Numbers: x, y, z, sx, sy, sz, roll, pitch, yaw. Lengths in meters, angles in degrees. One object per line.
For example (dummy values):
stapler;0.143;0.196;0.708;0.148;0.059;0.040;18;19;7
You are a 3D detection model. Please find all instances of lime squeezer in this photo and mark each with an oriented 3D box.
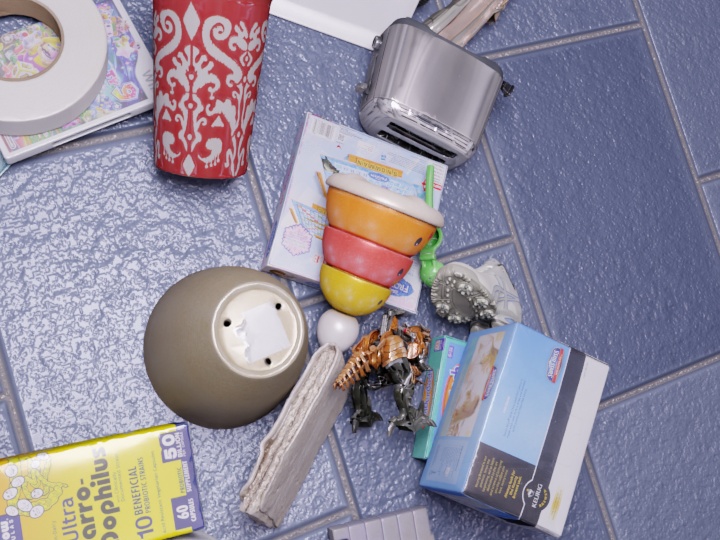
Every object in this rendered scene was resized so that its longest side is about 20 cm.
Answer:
lime squeezer;0.096;-0.026;1.038;0.070;0.037;0.203;-24;107;-45

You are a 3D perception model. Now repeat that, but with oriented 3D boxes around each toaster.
toaster;0.092;-0.217;1.075;0.198;0.113;0.131;24;77;-16

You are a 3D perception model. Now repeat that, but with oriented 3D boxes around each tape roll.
tape roll;-0.381;-0.247;0.929;0.200;0.037;0.205;5;70;-14

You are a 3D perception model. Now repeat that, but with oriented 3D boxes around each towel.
towel;-0.070;0.187;0.939;0.034;0.133;0.201;24;69;15

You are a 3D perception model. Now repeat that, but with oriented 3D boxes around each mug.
mug;-0.160;-0.217;0.956;0.177;0.132;0.203;-20;122;-57

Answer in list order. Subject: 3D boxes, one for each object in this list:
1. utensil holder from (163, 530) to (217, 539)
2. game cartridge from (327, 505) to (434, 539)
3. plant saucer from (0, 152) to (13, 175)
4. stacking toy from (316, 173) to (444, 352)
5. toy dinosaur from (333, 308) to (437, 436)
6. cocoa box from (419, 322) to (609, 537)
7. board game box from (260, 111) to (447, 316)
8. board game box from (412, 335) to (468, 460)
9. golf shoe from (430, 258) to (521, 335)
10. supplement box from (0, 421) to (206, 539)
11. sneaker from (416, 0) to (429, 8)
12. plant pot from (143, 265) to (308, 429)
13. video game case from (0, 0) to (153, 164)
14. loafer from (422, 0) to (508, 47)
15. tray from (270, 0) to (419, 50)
utensil holder;-0.178;0.351;0.830;0.168;0.200;0.172;3;79;-18
game cartridge;0.038;0.390;0.989;0.128;0.038;0.203;-6;82;-24
plant saucer;-0.461;-0.070;0.903;0.070;0.019;0.201;39;71;-10
stacking toy;0.000;0.000;0.971;0.145;0.146;0.202;19;94;-15
toy dinosaur;0.024;0.116;0.983;0.198;0.102;0.138;-5;94;-38
cocoa box;0.174;0.180;0.972;0.130;0.133;0.202;25;74;-12
board game box;-0.004;-0.067;1.050;0.198;0.041;0.202;19;75;-16
board game box;0.174;0.181;1.067;0.198;0.045;0.154;16;76;-16
golf shoe;0.145;0.022;1.040;0.200;0.077;0.098;43;48;-51
supplement box;-0.271;0.229;0.867;0.198;0.109;0.110;-9;83;-20
sneaker;0.002;-0.410;1.110;0.197;0.071;0.094;10;51;-9
plant pot;-0.127;0.073;0.898;0.185;0.200;0.190;4;79;-19
video game case;-0.337;-0.221;0.962;0.199;0.018;0.144;-27;80;-22
loafer;0.155;-0.351;1.151;0.200;0.072;0.063;-40;111;-15
tray;-0.028;-0.354;1.075;0.198;0.108;0.022;16;35;-16
